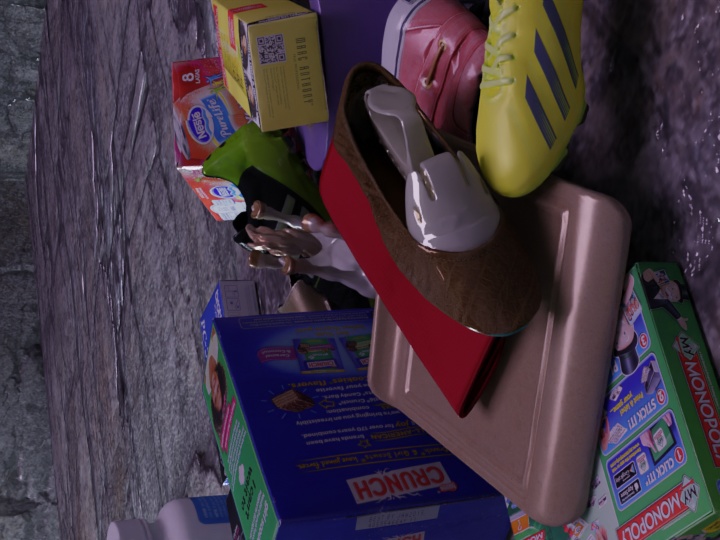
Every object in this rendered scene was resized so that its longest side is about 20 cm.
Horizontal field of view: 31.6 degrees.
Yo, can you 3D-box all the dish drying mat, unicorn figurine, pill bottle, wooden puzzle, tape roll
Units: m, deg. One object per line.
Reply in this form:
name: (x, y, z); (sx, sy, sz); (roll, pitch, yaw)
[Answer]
dish drying mat: (0.028, -0.010, 0.771); (0.200, 0.018, 0.077); (56, 138, 38)
unicorn figurine: (0.000, 0.000, 0.899); (0.074, 0.136, 0.200); (-63, 31, 17)
pill bottle: (-0.123, 0.257, 1.142); (0.112, 0.198, 0.113); (180, 90, -69)
wooden puzzle: (0.077, 0.024, 0.746); (0.200, 0.037, 0.187); (29, 118, 54)
tape roll: (-0.007, -0.179, 0.935); (0.200, 0.084, 0.202); (171, 90, -78)

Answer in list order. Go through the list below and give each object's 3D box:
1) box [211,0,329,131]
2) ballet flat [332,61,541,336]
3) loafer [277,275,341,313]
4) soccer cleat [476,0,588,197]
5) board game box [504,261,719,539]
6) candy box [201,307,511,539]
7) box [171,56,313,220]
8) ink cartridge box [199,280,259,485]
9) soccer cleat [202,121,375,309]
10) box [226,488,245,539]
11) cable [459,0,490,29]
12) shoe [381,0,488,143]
box: (-0.068, -0.156, 0.918); (0.200, 0.050, 0.076); (-126, 27, -68)
ballet flat: (0.036, -0.050, 0.700); (0.073, 0.067, 0.201); (80, 166, -46)
loafer: (-0.035, 0.039, 1.092); (0.076, 0.067, 0.202); (129, 136, -59)
soccer cleat: (0.088, -0.140, 0.677); (0.064, 0.083, 0.202); (6, 78, 45)
board game box: (0.133, 0.104, 0.704); (0.200, 0.029, 0.136); (122, 141, -54)
candy box: (-0.006, 0.116, 0.877); (0.201, 0.167, 0.078); (-117, 30, -50)
box: (-0.098, -0.113, 1.120); (0.200, 0.099, 0.096); (70, -165, -79)
ink cartridge box: (-0.133, 0.121, 1.384); (0.094, 0.044, 0.202); (124, 141, -53)
soccer cleat: (-0.052, -0.027, 1.017); (0.201, 0.081, 0.068); (57, -174, -24)
box: (-0.022, 0.229, 0.985); (0.107, 0.121, 0.201); (111, 151, -44)
cable: (0.079, -0.226, 0.826); (0.200, 0.050, 0.165); (125, 132, -69)
shoe: (0.059, -0.079, 0.836); (0.091, 0.071, 0.201); (43, 145, 39)
